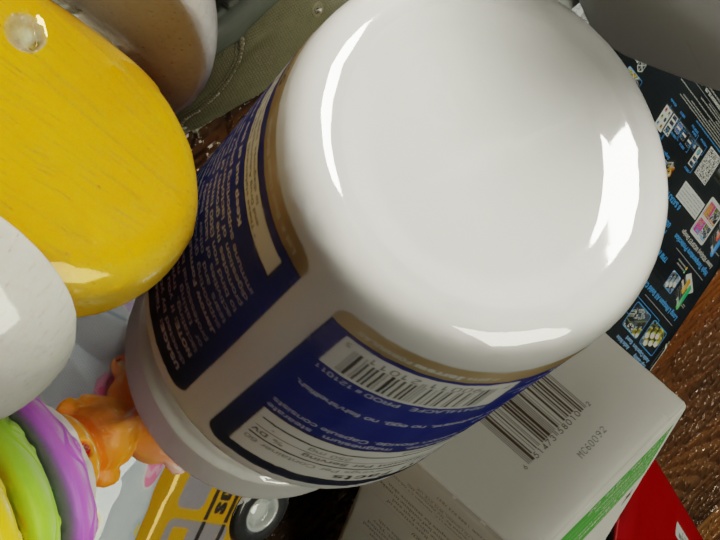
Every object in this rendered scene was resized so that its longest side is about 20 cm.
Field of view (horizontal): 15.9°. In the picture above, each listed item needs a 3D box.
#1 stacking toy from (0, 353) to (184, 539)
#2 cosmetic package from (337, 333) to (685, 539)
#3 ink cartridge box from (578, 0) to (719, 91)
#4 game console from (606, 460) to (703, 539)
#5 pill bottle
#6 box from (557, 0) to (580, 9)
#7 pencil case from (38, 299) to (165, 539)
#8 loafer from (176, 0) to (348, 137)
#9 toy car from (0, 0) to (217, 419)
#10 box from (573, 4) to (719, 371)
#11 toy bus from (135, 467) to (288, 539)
[{"bbox_3d":[-0.126,0.074,0.825,0.199,0.117,0.110,-27,175,-41],"label":"stacking toy"},{"bbox_3d":[0.052,0.106,1.097,0.108,0.085,0.200,-42,164,-27],"label":"cosmetic package"},{"bbox_3d":[0.135,-0.162,0.728,0.200,0.084,0.146,-53,142,-11],"label":"ink cartridge box"},{"bbox_3d":[0.109,0.201,1.350,0.200,0.118,0.173,55,39,-52],"label":"game console"},{"bbox_3d":[0.000,0.000,0.778,0.116,0.116,0.200,-36,178,-29],"label":"pill bottle"},{"bbox_3d":[0.013,-0.213,0.789,0.171,0.198,0.201,-41,139,-23],"label":"box"},{"bbox_3d":[-0.124,0.089,0.935,0.083,0.091,0.201,21,98,-26],"label":"pencil case"},{"bbox_3d":[-0.019,-0.118,0.937,0.200,0.075,0.070,-35,150,-23],"label":"loafer"},{"bbox_3d":[-0.150,-0.048,0.741,0.200,0.150,0.176,38,50,-17],"label":"toy car"},{"bbox_3d":[0.102,-0.032,1.153,0.159,0.046,0.200,-56,144,-5],"label":"box"},{"bbox_3d":[-0.090,0.112,1.007,0.078,0.065,0.201,15,103,-53],"label":"toy bus"}]
